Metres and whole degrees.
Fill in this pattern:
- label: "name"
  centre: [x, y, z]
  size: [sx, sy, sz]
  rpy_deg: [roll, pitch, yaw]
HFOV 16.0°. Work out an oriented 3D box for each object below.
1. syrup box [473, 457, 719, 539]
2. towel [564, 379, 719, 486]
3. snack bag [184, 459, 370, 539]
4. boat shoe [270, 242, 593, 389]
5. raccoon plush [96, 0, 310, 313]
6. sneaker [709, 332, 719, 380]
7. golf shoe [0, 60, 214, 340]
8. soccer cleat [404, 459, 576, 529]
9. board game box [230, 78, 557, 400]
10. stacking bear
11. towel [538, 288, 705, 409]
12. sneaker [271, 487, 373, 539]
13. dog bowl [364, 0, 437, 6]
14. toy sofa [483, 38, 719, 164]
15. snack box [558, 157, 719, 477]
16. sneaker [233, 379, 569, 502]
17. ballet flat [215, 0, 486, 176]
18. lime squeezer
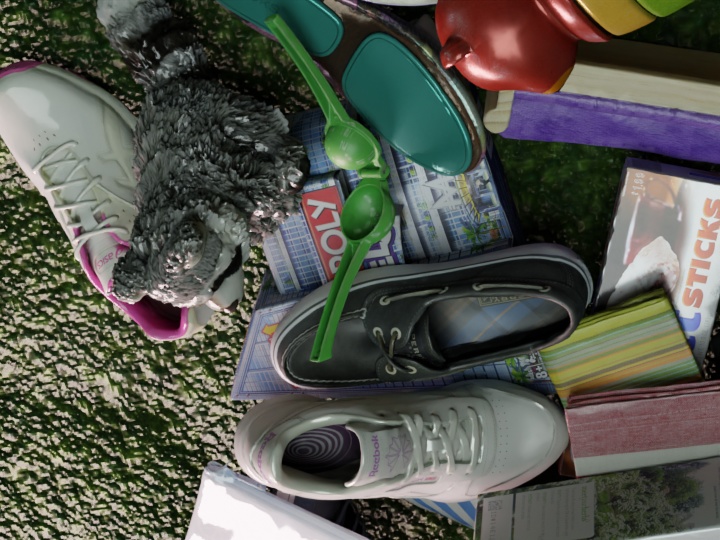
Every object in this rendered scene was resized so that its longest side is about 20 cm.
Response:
- label: "syrup box"
  centre: [0.170, 0.167, 1.488]
  size: [0.200, 0.079, 0.081]
  rpy_deg: [-9, 116, 9]
- label: "towel"
  centre: [0.206, 0.154, 1.535]
  size: [0.144, 0.023, 0.200]
  rpy_deg: [-6, 116, 9]
- label: "snack bag"
  centre: [-0.035, 0.226, 1.623]
  size: [0.189, 0.021, 0.200]
  rpy_deg: [25, 131, 7]
- label: "boat shoe"
  centre: [0.038, 0.032, 1.506]
  size: [0.200, 0.057, 0.069]
  rpy_deg: [-16, 114, 15]
- label: "raccoon plush"
  centre: [-0.125, -0.062, 1.475]
  size: [0.200, 0.134, 0.097]
  rpy_deg: [44, 126, 11]
- label: "sneaker"
  centre: [0.212, 0.120, 1.603]
  size: [0.082, 0.077, 0.200]
  rpy_deg: [35, 118, 19]
- label: "golf shoe"
  centre: [-0.152, -0.041, 1.544]
  size: [0.075, 0.092, 0.200]
  rpy_deg: [-36, 106, 23]
- label: "soccer cleat"
  centre: [0.090, 0.135, 1.612]
  size: [0.200, 0.086, 0.070]
  rpy_deg: [26, 73, 0]
- label: "board game box"
  centre: [0.000, 0.000, 1.561]
  size: [0.200, 0.062, 0.200]
  rpy_deg: [-15, 114, 13]
- label: "stacking bear"
  centre: [0.128, -0.168, 1.356]
  size: [0.200, 0.121, 0.114]
  rpy_deg: [-37, 102, 16]
- label: "towel"
  centre: [0.181, 0.109, 1.538]
  size: [0.086, 0.018, 0.200]
  rpy_deg: [-19, 111, 18]
- label: "sneaker"
  centre: [0.013, 0.190, 1.638]
  size: [0.146, 0.077, 0.202]
  rpy_deg: [12, 128, 13]
- label: "dog bowl"
  centre: [0.027, -0.251, 1.420]
  size: [0.200, 0.079, 0.200]
  rpy_deg: [3, 117, 6]
- label: "toy sofa"
  centre: [0.172, -0.095, 1.476]
  size: [0.200, 0.083, 0.098]
  rpy_deg: [9, 117, 1]
- label: "snack box"
  centre: [0.173, 0.035, 1.535]
  size: [0.072, 0.024, 0.200]
  rpy_deg: [10, 109, -1]
- label: "sneaker"
  centre: [0.029, 0.109, 1.510]
  size: [0.200, 0.100, 0.075]
  rpy_deg: [-4, 96, -9]
- label: "ballet flat"
  centre: [0.000, -0.137, 1.483]
  size: [0.200, 0.071, 0.069]
  rpy_deg: [36, 130, 0]
- label: "lime squeezer"
  centre: [-0.016, -0.053, 1.477]
  size: [0.071, 0.038, 0.200]
  rpy_deg: [-12, 102, -25]
